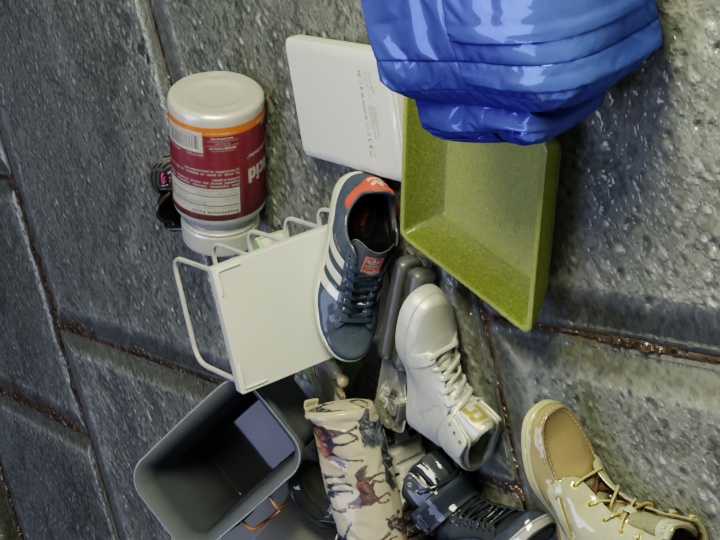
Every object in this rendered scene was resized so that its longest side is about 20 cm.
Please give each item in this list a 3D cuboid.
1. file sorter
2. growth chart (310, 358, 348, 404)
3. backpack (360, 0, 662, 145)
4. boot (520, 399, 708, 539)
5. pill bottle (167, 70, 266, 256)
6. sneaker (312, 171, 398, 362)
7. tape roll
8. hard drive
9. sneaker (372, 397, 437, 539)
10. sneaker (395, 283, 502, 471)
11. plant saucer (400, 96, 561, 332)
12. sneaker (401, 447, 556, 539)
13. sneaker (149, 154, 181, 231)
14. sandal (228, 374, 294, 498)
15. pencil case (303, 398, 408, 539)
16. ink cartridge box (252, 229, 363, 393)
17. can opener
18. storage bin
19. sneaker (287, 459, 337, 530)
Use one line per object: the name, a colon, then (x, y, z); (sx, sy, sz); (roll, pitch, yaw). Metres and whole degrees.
file sorter: (-0.084, 0.023, 1.538); (0.124, 0.199, 0.140); (17, 123, 58)
growth chart: (-0.033, 0.152, 1.653); (0.145, 0.018, 0.201); (-121, 16, -46)
backpack: (0.130, -0.185, 1.077); (0.199, 0.162, 0.169); (4, 122, 46)
boot: (0.228, 0.210, 1.252); (0.154, 0.072, 0.201); (-1, 112, 61)
pill bottle: (-0.168, -0.124, 1.675); (0.114, 0.114, 0.201); (41, 142, 41)
sneaker: (0.000, 0.000, 1.458); (0.084, 0.075, 0.201); (-161, 72, -64)
tape roll: (-0.115, 0.321, 1.746); (0.139, 0.203, 0.202); (49, 161, -27)
hard drive: (-0.007, -0.169, 1.456); (0.200, 0.026, 0.133); (22, 127, 54)
sneaker: (0.047, 0.234, 1.596); (0.090, 0.066, 0.201); (-17, 92, 67)
sneaker: (0.097, 0.113, 1.423); (0.115, 0.073, 0.201); (39, 149, 41)
plant saucer: (0.114, -0.077, 1.283); (0.200, 0.048, 0.201); (40, 141, 43)
sneaker: (0.115, 0.245, 1.464); (0.147, 0.077, 0.202); (59, 151, 12)
sneaker: (-0.238, -0.099, 1.841); (0.200, 0.087, 0.074); (32, 135, 49)
sandal: (-0.133, 0.178, 1.703); (0.080, 0.057, 0.202); (15, 91, 55)
pencil case: (-0.005, 0.232, 1.529); (0.089, 0.078, 0.201); (-9, 98, 29)
ink cartridge box: (-0.081, 0.071, 1.726); (0.201, 0.048, 0.146); (61, 150, 20)
can opener: (0.056, 0.080, 1.498); (0.053, 0.067, 0.201); (37, 126, 46)
storage bin: (-0.129, 0.210, 1.592); (0.200, 0.134, 0.146); (-43, 82, 23)
sneaker: (0.006, 0.278, 1.638); (0.200, 0.076, 0.079); (36, 140, -12)
